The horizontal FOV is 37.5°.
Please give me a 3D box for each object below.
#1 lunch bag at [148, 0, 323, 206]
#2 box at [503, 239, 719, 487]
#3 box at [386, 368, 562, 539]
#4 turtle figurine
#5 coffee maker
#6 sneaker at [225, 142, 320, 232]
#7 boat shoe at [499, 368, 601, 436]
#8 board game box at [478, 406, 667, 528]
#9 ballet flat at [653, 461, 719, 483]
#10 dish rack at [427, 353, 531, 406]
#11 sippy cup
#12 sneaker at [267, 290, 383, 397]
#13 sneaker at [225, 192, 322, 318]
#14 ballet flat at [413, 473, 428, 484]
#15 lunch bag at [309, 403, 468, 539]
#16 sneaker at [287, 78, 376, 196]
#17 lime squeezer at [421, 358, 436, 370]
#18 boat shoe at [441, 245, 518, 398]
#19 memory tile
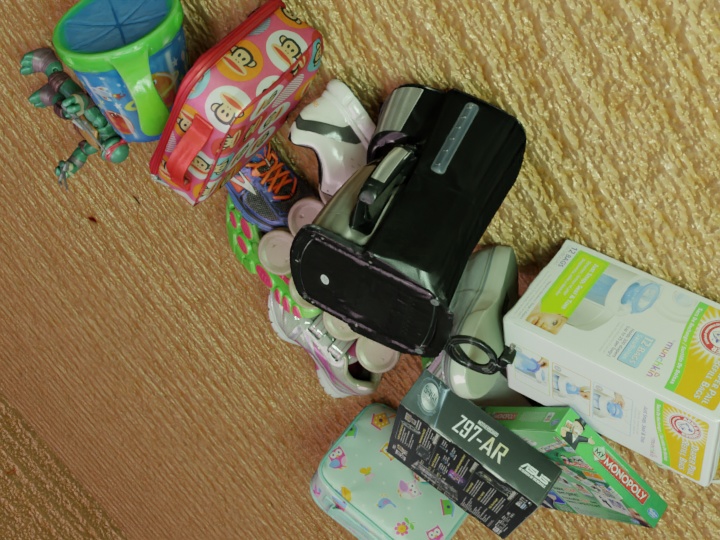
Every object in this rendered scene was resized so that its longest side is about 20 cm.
[{"bbox_3d":[-0.127,-0.148,1.013,0.082,0.176,0.200,40,146,-1],"label":"lunch bag"},{"bbox_3d":[0.237,0.077,0.916,0.199,0.113,0.102,27,148,30],"label":"box"},{"bbox_3d":[0.106,0.190,1.062,0.160,0.044,0.200,36,160,12],"label":"box"},{"bbox_3d":[-0.349,-0.182,1.323,0.200,0.100,0.150,48,139,24],"label":"turtle figurine"},{"bbox_3d":[0.063,-0.037,0.894,0.192,0.201,0.135,39,147,-10],"label":"coffee maker"},{"bbox_3d":[-0.119,-0.113,1.156,0.199,0.075,0.079,37,146,8],"label":"sneaker"},{"bbox_3d":[0.164,0.094,1.048,0.200,0.067,0.057,47,155,23],"label":"boat shoe"},{"bbox_3d":[0.184,0.184,1.015,0.135,0.029,0.200,45,160,-12],"label":"board game box"},{"bbox_3d":[0.302,0.154,0.966,0.199,0.072,0.072,12,137,42],"label":"ballet flat"},{"bbox_3d":[0.141,0.153,1.138,0.171,0.044,0.201,39,129,10],"label":"dish rack"},{"bbox_3d":[-0.233,-0.210,1.108,0.138,0.179,0.131,3,138,19],"label":"sippy cup"},{"bbox_3d":[-0.034,0.077,1.290,0.088,0.082,0.200,1,137,48],"label":"sneaker"},{"bbox_3d":[-0.090,-0.029,1.221,0.201,0.083,0.077,53,139,21],"label":"sneaker"},{"bbox_3d":[0.128,0.212,1.270,0.199,0.076,0.064,-21,103,48],"label":"ballet flat"},{"bbox_3d":[0.038,0.282,1.368,0.199,0.161,0.077,38,149,8],"label":"lunch bag"},{"bbox_3d":[0.006,-0.081,1.018,0.201,0.080,0.074,53,177,-10],"label":"sneaker"},{"bbox_3d":[0.069,0.084,1.206,0.070,0.038,0.201,17,141,39],"label":"lime squeezer"},{"bbox_3d":[0.094,0.046,0.959,0.071,0.201,0.071,-3,121,22],"label":"boat shoe"},{"bbox_3d":[0.000,0.000,1.119,0.200,0.017,0.153,45,109,-1],"label":"memory tile"}]
